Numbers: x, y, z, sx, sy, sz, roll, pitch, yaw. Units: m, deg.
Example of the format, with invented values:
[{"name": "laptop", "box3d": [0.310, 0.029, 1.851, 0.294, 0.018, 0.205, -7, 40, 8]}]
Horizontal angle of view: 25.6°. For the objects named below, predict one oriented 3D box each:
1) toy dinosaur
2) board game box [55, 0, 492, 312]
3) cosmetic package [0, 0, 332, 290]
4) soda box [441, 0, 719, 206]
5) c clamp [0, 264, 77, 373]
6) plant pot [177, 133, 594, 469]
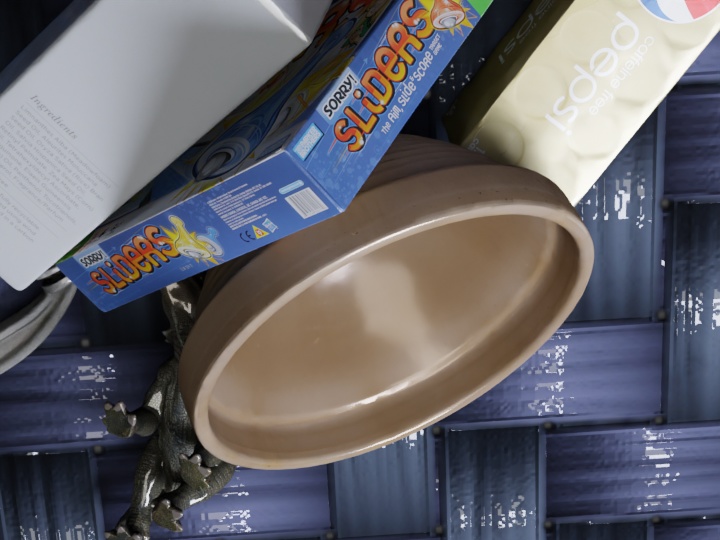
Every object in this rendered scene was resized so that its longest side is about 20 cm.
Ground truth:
[{"name": "toy dinosaur", "box3d": [-0.085, 0.085, 0.818, 0.076, 0.102, 0.201, 19, 127, 19]}, {"name": "board game box", "box3d": [-0.041, -0.059, 0.684, 0.034, 0.136, 0.199, 45, 146, -18]}, {"name": "cosmetic package", "box3d": [-0.099, -0.089, 0.688, 0.071, 0.102, 0.200, 43, 125, -17]}, {"name": "soda box", "box3d": [0.125, -0.122, 0.760, 0.068, 0.064, 0.200, 34, 105, -15]}, {"name": "c clamp", "box3d": [-0.206, -0.041, 0.793, 0.170, 0.027, 0.201, -25, 110, 6]}, {"name": "plant pot", "box3d": [0.000, 0.000, 0.738, 0.200, 0.093, 0.201, -22, 152, -12]}]
